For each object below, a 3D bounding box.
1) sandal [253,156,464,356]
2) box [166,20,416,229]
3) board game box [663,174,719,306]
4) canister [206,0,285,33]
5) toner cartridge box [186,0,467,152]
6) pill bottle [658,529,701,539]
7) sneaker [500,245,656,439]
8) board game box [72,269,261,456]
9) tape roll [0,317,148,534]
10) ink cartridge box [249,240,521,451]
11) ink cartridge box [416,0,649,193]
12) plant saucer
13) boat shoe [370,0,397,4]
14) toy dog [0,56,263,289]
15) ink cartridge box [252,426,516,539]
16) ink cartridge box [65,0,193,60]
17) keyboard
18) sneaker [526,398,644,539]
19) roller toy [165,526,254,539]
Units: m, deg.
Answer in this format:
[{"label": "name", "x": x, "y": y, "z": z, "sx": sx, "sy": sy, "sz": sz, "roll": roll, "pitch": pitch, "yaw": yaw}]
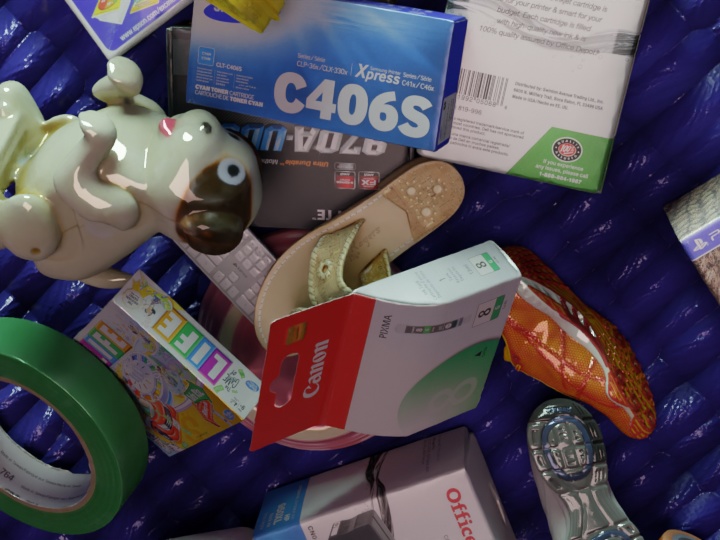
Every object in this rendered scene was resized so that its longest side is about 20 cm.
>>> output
[{"label": "sandal", "x": -0.004, "y": -0.004, "z": 0.956, "sx": 0.211, "sy": 0.070, "sz": 0.078, "roll": -42, "pitch": 107, "yaw": 9}, {"label": "box", "x": -0.053, "y": -0.115, "z": 0.996, "sx": 0.198, "sy": 0.046, "sz": 0.160, "roll": 4, "pitch": 109, "yaw": 6}, {"label": "board game box", "x": 0.358, "y": 0.001, "z": 0.961, "sx": 0.159, "sy": 0.097, "sz": 0.201, "roll": -33, "pitch": 102, "yaw": 15}, {"label": "canister", "x": -0.072, "y": -0.288, "z": 0.861, "sx": 0.148, "sy": 0.087, "sz": 0.201, "roll": 34, "pitch": 91, "yaw": 18}, {"label": "toner cartridge box", "x": -0.027, "y": -0.154, "z": 0.915, "sx": 0.198, "sy": 0.043, "sz": 0.096, "roll": 12, "pitch": 107, "yaw": 15}, {"label": "pill bottle", "x": 0.243, "y": 0.322, "z": 1.075, "sx": 0.106, "sy": 0.106, "sz": 0.201, "roll": 25, "pitch": 110, "yaw": -2}, {"label": "sneaker", "x": 0.166, "y": 0.065, "z": 1.029, "sx": 0.200, "sy": 0.073, "sz": 0.077, "roll": 46, "pitch": 123, "yaw": -2}, {"label": "board game box", "x": -0.166, "y": 0.082, "z": 1.014, "sx": 0.134, "sy": 0.034, "sz": 0.200, "roll": 43, "pitch": 151, "yaw": -7}, {"label": "tape roll", "x": -0.279, "y": 0.135, "z": 1.066, "sx": 0.199, "sy": 0.048, "sz": 0.202, "roll": 13, "pitch": 128, "yaw": 17}, {"label": "ink cartridge box", "x": 0.019, "y": 0.073, "z": 0.952, "sx": 0.050, "sy": 0.199, "sz": 0.162, "roll": 50, "pitch": 145, "yaw": 31}, {"label": "ink cartridge box", "x": 0.133, "y": -0.176, "z": 0.936, "sx": 0.145, "sy": 0.083, "sz": 0.202, "roll": 13, "pitch": 110, "yaw": 3}, {"label": "plant saucer", "x": -0.044, "y": 0.065, "z": 1.053, "sx": 0.198, "sy": 0.051, "sz": 0.202, "roll": 2, "pitch": 108, "yaw": 5}, {"label": "boat shoe", "x": 0.048, "y": -0.289, "z": 0.915, "sx": 0.060, "sy": 0.072, "sz": 0.203, "roll": 19, "pitch": 106, "yaw": 5}, {"label": "toy dog", "x": -0.172, "y": -0.058, "z": 0.927, "sx": 0.198, "sy": 0.140, "sz": 0.195, "roll": -6, "pitch": 122, "yaw": 17}, {"label": "ink cartridge box", "x": 0.027, "y": 0.242, "z": 1.085, "sx": 0.199, "sy": 0.084, "sz": 0.146, "roll": -21, "pitch": 105, "yaw": 12}, {"label": "ink cartridge box", "x": -0.172, "y": -0.299, "z": 0.951, "sx": 0.197, "sy": 0.043, "sz": 0.201, "roll": -32, "pitch": 104, "yaw": 14}, {"label": "keyboard", "x": -0.128, "y": -0.037, "z": 1.000, "sx": 0.056, "sy": 0.011, "sz": 0.200, "roll": -41, "pitch": 96, "yaw": 19}, {"label": "sneaker", "x": 0.186, "y": 0.203, "z": 1.035, "sx": 0.074, "sy": 0.087, "sz": 0.202, "roll": -13, "pitch": 87, "yaw": -2}, {"label": "roller toy", "x": -0.138, "y": 0.322, "z": 1.080, "sx": 0.138, "sy": 0.200, "sz": 0.184, "roll": -12, "pitch": 93, "yaw": 11}]
